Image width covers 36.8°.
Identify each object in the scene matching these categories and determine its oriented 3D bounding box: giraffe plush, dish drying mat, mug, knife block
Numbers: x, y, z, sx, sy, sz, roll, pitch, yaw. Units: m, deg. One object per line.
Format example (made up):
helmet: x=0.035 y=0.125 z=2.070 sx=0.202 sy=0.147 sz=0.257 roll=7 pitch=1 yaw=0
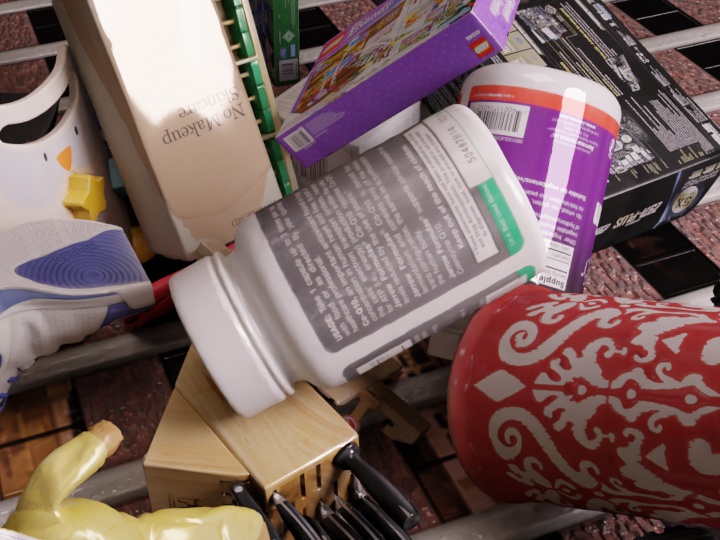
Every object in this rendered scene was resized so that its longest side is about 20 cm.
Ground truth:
giraffe plush: x=-0.160 y=0.180 z=0.534 sx=0.162 sy=0.200 sz=0.173 roll=-17 pitch=39 yaw=34
dish drying mat: x=-0.084 y=-0.011 z=0.823 sx=0.200 sy=0.077 sz=0.018 roll=-29 pitch=84 yaw=-30
mug: x=0.179 y=0.071 z=0.606 sx=0.177 sy=0.134 sz=0.200 roll=-14 pitch=8 yaw=-38
knife block: x=-0.035 y=0.114 z=0.666 sx=0.175 sy=0.064 sz=0.200 roll=5 pitch=39 yaw=7

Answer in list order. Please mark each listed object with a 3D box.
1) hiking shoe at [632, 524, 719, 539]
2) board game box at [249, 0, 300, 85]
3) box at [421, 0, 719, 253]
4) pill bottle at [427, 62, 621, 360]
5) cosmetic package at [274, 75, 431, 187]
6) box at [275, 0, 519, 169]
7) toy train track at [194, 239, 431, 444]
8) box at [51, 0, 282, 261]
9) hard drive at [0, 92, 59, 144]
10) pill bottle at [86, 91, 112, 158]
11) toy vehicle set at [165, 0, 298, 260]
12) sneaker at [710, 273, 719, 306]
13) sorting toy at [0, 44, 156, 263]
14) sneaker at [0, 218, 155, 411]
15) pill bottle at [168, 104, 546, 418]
hiking shoe: x=0.132 y=0.211 z=0.550 sx=0.200 sy=0.076 sz=0.101 roll=-28 pitch=63 yaw=-27
board game box: x=-0.093 y=-0.307 z=1.084 sx=0.029 sy=0.201 sz=0.135 roll=-10 pitch=40 yaw=-15
box: x=0.173 y=-0.122 z=0.885 sx=0.163 sy=0.086 sz=0.200 roll=-20 pitch=62 yaw=-29
pill bottle: x=0.105 y=-0.032 z=0.740 sx=0.112 sy=0.201 sz=0.112 roll=13 pitch=-3 yaw=1
cosmetic package: x=0.012 y=-0.139 z=0.970 sx=0.113 sy=0.081 sz=0.200 roll=24 pitch=44 yaw=28
box: x=0.033 y=-0.169 z=0.820 sx=0.200 sy=0.039 sz=0.137 roll=-26 pitch=30 yaw=39
toy train track: x=-0.040 y=0.053 z=0.734 sx=0.200 sy=0.033 sz=0.115 roll=41 pitch=19 yaw=14
box: x=-0.137 y=-0.117 z=0.787 sx=0.095 sy=0.201 sz=0.078 roll=-29 pitch=21 yaw=-26
hard drive: x=-0.346 y=-0.092 z=0.946 sx=0.134 sy=0.042 sz=0.200 roll=2 pitch=39 yaw=3
pill bottle: x=-0.184 y=-0.175 z=0.920 sx=0.111 sy=0.201 sz=0.112 roll=0 pitch=38 yaw=0
toy vehicle set: x=-0.127 y=-0.123 z=0.859 sx=0.124 sy=0.201 sz=0.026 roll=-25 pitch=21 yaw=-29
sneaker: x=0.290 y=0.076 z=0.710 sx=0.090 sy=0.067 sz=0.201 roll=0 pitch=42 yaw=-4
sorting toy: x=-0.232 y=-0.063 z=0.797 sx=0.106 sy=0.181 sz=0.200 roll=13 pitch=41 yaw=17
sneaker: x=-0.240 y=0.042 z=0.722 sx=0.199 sy=0.115 sz=0.081 roll=-14 pitch=47 yaw=-20
pill bottle: x=-0.002 y=-0.003 z=0.632 sx=0.199 sy=0.113 sz=0.113 roll=-29 pitch=42 yaw=-1
